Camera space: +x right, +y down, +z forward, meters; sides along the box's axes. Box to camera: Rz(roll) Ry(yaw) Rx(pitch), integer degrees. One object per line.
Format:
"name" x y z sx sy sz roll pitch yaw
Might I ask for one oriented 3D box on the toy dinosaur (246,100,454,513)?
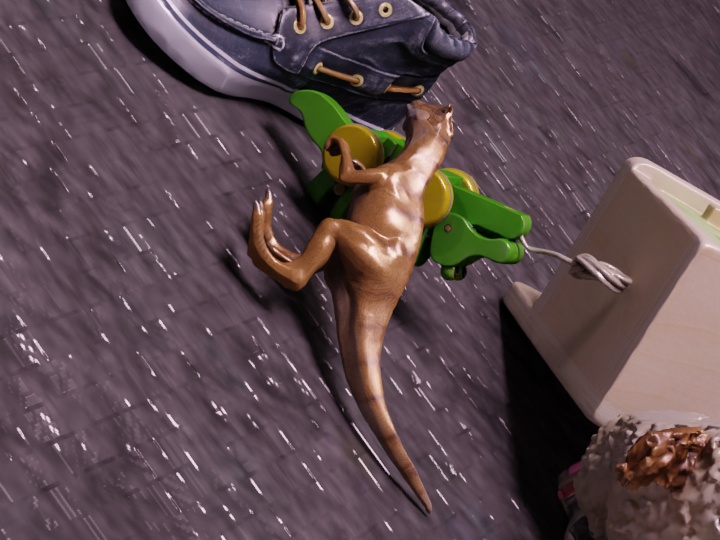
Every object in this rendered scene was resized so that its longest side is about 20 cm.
"toy dinosaur" 0.000 0.000 1.169 0.105 0.060 0.202 11 70 2

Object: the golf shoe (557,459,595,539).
"golf shoe" 0.173 0.161 1.263 0.199 0.072 0.093 22 51 -37

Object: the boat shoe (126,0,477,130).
"boat shoe" -0.029 -0.132 1.287 0.200 0.091 0.071 22 35 -48

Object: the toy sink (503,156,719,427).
"toy sink" 0.173 0.025 1.295 0.130 0.113 0.200 29 10 -16

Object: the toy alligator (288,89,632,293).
"toy alligator" 0.038 -0.022 1.248 0.199 0.055 0.059 32 10 17

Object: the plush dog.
"plush dog" 0.160 0.151 1.086 0.160 0.199 0.173 -2 90 -58
